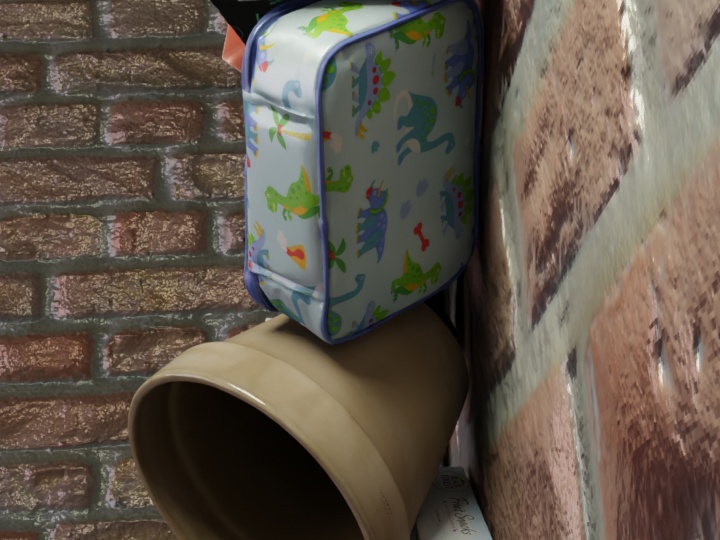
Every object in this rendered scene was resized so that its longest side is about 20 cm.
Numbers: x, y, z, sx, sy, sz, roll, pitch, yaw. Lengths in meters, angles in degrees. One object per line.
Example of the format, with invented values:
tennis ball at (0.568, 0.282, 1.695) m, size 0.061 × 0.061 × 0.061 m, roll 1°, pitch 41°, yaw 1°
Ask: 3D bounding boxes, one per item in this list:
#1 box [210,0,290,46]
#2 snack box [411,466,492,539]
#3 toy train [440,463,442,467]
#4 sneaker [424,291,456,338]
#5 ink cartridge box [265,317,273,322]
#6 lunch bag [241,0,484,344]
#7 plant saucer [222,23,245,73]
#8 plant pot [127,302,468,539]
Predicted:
box at (-0.038, -0.242, 1.050) m, size 0.200 × 0.123 × 0.150 m, roll 48°, pitch -150°, yaw -50°
snack box at (0.059, 0.230, 0.915) m, size 0.200 × 0.052 × 0.144 m, roll -110°, pitch 20°, yaw -78°
toy train at (0.050, 0.109, 1.122) m, size 0.056 × 0.041 × 0.202 m, roll -168°, pitch 76°, yaw -75°
sneaker at (0.041, -0.030, 0.973) m, size 0.200 × 0.112 × 0.073 m, roll 50°, pitch 179°, yaw -35°
ink cartridge box at (-0.049, 0.155, 1.219) m, size 0.147 × 0.082 × 0.202 m, roll -108°, pitch 21°, yaw -77°
lunch bag at (0.006, -0.069, 0.835) m, size 0.082 × 0.160 × 0.202 m, roll 25°, pitch 129°, yaw 37°
plant saucer at (-0.027, -0.167, 1.231) m, size 0.037 × 0.199 × 0.200 m, roll -56°, pitch 14°, yaw 15°
plant pot at (-0.021, 0.100, 0.901) m, size 0.173 × 0.199 × 0.201 m, roll -42°, pitch -33°, yaw -38°
